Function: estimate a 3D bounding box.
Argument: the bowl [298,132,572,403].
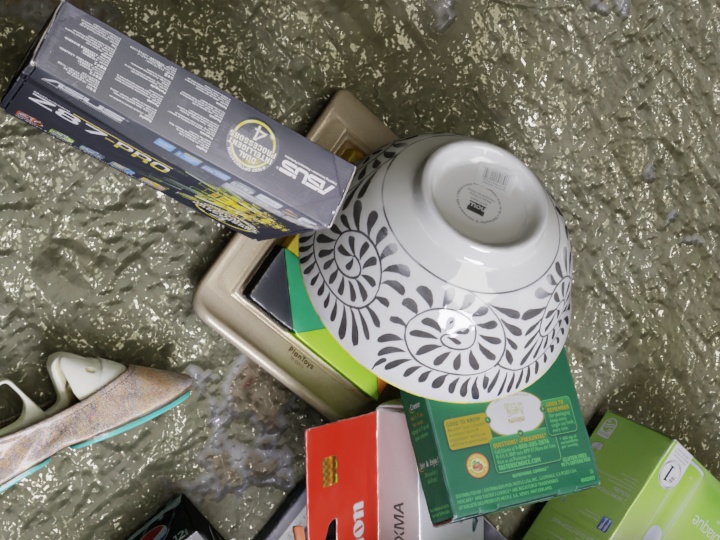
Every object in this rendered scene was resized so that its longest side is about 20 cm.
[{"bbox_3d":[0.067,-0.023,0.910,0.199,0.094,0.202,10,56,-15],"label":"bowl"}]

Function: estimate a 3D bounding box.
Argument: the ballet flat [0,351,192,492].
[{"bbox_3d":[-0.207,0.095,0.912,0.199,0.068,0.068,-27,100,-22],"label":"ballet flat"}]

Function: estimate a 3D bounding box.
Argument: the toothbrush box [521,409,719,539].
[{"bbox_3d":[0.211,0.240,1.112,0.146,0.086,0.201,42,80,-31],"label":"toothbrush box"}]

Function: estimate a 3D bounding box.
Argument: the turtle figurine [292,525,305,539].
[{"bbox_3d":[-0.106,0.264,0.911,0.160,0.064,0.202,5,97,-33],"label":"turtle figurine"}]

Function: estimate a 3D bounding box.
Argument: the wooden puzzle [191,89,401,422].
[{"bbox_3d":[0.000,0.000,1.003,0.185,0.037,0.201,40,75,-24],"label":"wooden puzzle"}]

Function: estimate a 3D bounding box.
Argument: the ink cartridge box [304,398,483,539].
[{"bbox_3d":[0.029,0.196,0.989,0.173,0.043,0.202,-8,99,-56],"label":"ink cartridge box"}]

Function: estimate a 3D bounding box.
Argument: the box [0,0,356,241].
[{"bbox_3d":[-0.118,-0.085,0.860,0.199,0.161,0.049,28,77,-18],"label":"box"}]

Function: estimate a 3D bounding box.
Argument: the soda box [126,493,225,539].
[{"bbox_3d":[-0.088,0.259,0.984,0.071,0.063,0.201,-38,112,-3],"label":"soda box"}]

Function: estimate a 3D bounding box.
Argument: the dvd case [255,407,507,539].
[{"bbox_3d":[0.023,0.223,1.065,0.200,0.016,0.149,45,78,-23],"label":"dvd case"}]

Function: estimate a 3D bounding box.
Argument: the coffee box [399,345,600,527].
[{"bbox_3d":[0.086,0.067,0.972,0.122,0.044,0.202,-9,77,-24],"label":"coffee box"}]
